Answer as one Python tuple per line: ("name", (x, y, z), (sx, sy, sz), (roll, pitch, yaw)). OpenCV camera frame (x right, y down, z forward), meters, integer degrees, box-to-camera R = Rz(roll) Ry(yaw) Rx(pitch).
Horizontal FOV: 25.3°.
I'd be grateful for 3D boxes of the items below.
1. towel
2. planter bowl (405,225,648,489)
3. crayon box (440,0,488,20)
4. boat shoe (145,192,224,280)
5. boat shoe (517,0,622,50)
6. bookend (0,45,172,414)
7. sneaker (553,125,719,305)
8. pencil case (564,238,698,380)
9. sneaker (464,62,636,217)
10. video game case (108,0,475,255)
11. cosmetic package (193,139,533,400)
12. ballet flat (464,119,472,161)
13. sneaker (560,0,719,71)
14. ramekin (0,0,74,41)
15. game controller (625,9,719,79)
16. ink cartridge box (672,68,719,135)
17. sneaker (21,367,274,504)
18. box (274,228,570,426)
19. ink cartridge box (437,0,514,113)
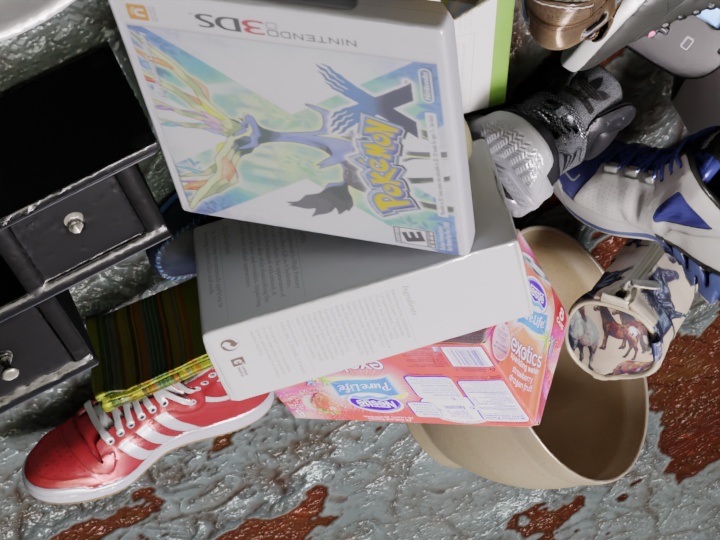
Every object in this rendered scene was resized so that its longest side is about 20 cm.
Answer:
("towel", (-0.093, 0.024, 1.087), (0.200, 0.086, 0.018), (-24, 134, 3))
("planter bowl", (0.112, 0.080, 1.242), (0.135, 0.201, 0.200), (-21, 152, 36))
("crayon box", (0.052, -0.231, 0.814), (0.126, 0.200, 0.052), (-31, 142, 0))
("boat shoe", (-0.050, -0.045, 1.067), (0.200, 0.069, 0.084), (-29, 144, 2))
("boat shoe", (0.126, -0.176, 0.962), (0.200, 0.072, 0.073), (-41, 143, -65))
("bookend", (-0.200, -0.004, 0.996), (0.198, 0.092, 0.200), (-27, 144, -5))
("sneaker", (0.229, -0.065, 1.134), (0.080, 0.199, 0.115), (-31, 141, -29))
("pencil case", (0.229, -0.008, 1.219), (0.200, 0.078, 0.090), (-52, 167, -36))
("sneaker", (0.129, -0.100, 1.085), (0.114, 0.076, 0.200), (-43, 176, -1))
("video game case", (-0.032, -0.083, 0.881), (0.182, 0.022, 0.200), (9, 149, 14))
("cosmetic package", (0.000, 0.000, 1.003), (0.199, 0.102, 0.074), (-15, 135, 5))
("ballet flat", (0.002, -0.100, 0.917), (0.200, 0.057, 0.067), (30, 86, -43))
("sneaker", (0.225, -0.176, 1.026), (0.099, 0.071, 0.200), (41, 111, -15))
("ramekin", (-0.207, -0.209, 0.753), (0.200, 0.098, 0.201), (-19, 141, -16))
("game controller", (0.244, -0.221, 1.059), (0.104, 0.042, 0.200), (33, 119, -5))
("ink cartridge box", (0.328, -0.110, 1.156), (0.128, 0.200, 0.125), (-18, 159, -15))
("sneaker", (-0.154, 0.090, 1.152), (0.200, 0.071, 0.113), (-24, 147, -20))
("box", (0.028, 0.040, 1.100), (0.200, 0.095, 0.103), (-2, 142, 33))
("ink cartridge box", (-0.012, -0.154, 0.967), (0.199, 0.076, 0.148), (-14, 141, -12))
